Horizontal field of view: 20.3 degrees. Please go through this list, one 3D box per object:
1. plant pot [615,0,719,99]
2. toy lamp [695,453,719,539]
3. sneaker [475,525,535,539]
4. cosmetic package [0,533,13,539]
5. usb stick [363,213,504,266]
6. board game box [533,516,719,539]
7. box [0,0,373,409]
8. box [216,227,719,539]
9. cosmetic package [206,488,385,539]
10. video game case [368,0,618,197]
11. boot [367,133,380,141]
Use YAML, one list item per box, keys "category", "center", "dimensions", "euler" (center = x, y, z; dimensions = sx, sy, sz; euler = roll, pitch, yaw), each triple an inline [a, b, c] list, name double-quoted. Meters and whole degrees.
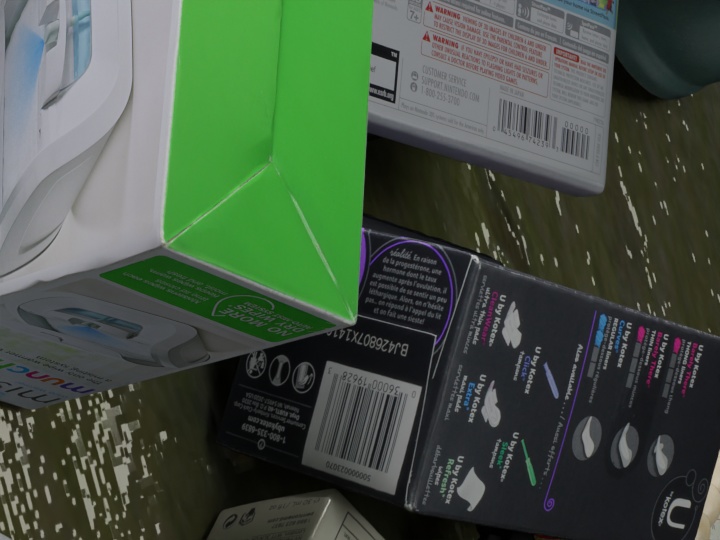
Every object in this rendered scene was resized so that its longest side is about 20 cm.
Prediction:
- category: "plant pot"
  center: [0.214, -0.209, 1.127]
  dimensions: [0.200, 0.134, 0.201]
  euler: [27, 57, -51]
- category: "toy lamp"
  center: [0.159, 0.123, 0.975]
  dimensions: [0.058, 0.058, 0.200]
  euler: [55, 42, -22]
- category: "sneaker"
  center: [0.067, 0.212, 0.886]
  dimensions: [0.098, 0.071, 0.201]
  euler: [17, 65, -20]
- category: "cosmetic package"
  center: [-0.154, 0.182, 0.661]
  dimensions: [0.151, 0.052, 0.200]
  euler: [32, 55, -27]
- category: "usb stick"
  center: [0.000, 0.000, 0.919]
  dimensions: [0.200, 0.033, 0.056]
  euler: [17, 67, -46]
- category: "board game box"
  center: [0.144, 0.181, 1.017]
  dimensions: [0.151, 0.046, 0.200]
  euler: [37, 53, -35]
- category: "box"
  center: [-0.088, -0.067, 0.729]
  dimensions: [0.097, 0.176, 0.200]
  euler: [24, 62, -43]
- category: "box"
  center: [0.057, 0.053, 0.876]
  dimensions: [0.200, 0.122, 0.106]
  euler: [16, 89, -45]
- category: "cosmetic package"
  center: [-0.041, 0.195, 0.781]
  dimensions: [0.105, 0.071, 0.200]
  euler: [51, 46, -25]
- category: "video game case"
  center: [0.041, -0.141, 0.876]
  dimensions: [0.200, 0.022, 0.182]
  euler: [14, 77, -40]
- category: "boot"
  center: [0.001, -0.166, 0.952]
  dimensions: [0.175, 0.066, 0.200]
  euler: [-27, 100, -62]
